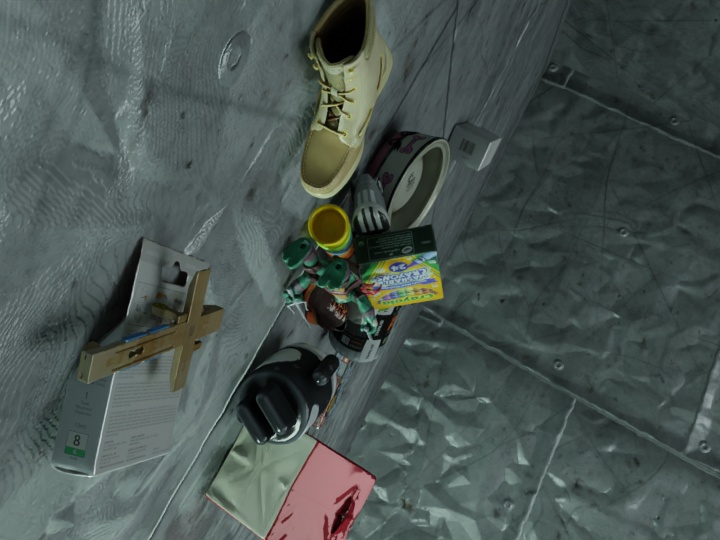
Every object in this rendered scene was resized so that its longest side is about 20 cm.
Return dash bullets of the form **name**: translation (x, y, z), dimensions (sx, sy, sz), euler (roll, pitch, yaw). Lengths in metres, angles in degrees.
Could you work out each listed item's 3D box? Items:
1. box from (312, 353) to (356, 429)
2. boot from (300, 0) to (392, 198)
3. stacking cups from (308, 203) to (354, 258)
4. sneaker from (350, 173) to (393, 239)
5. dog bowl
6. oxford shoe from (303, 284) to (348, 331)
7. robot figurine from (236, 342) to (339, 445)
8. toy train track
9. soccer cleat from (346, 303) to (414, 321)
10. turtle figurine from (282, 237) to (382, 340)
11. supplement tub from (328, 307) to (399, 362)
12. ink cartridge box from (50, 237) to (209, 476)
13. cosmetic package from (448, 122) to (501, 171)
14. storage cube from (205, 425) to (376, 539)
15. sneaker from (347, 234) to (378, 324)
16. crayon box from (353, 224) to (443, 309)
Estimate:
- **box**: translation (-0.062, 0.282, 1.835), dimensions (0.202, 0.039, 0.137), euler (-65, 170, 8)
- **boot**: translation (-0.026, -0.188, 0.812), dimensions (0.202, 0.072, 0.155), euler (-65, 170, -3)
- **stacking cups**: translation (-0.041, -0.052, 1.140), dimensions (0.061, 0.060, 0.200), euler (-62, 174, -5)
- **sneaker**: translation (0.023, -0.087, 1.192), dimensions (0.201, 0.074, 0.117), euler (81, 2, -63)
- **dog bowl**: translation (0.074, -0.154, 1.299), dimensions (0.200, 0.073, 0.201), euler (-46, 155, -28)
- **oxford shoe**: translation (-0.050, 0.049, 1.254), dimensions (0.072, 0.072, 0.200), euler (-59, 169, -18)
- **robot figurine**: translation (-0.114, 0.188, 1.151), dimensions (0.200, 0.148, 0.127), euler (-38, 136, -65)
- **toy train track**: translation (-0.179, 0.055, 0.632), dimensions (0.200, 0.032, 0.116), euler (-22, 129, -72)
- **soccer cleat**: translation (0.016, 0.045, 1.397), dimensions (0.067, 0.198, 0.082), euler (28, 47, -64)
- **turtle figurine**: translation (-0.041, 0.026, 1.078), dimensions (0.200, 0.148, 0.102), euler (63, 41, -64)
- **supplement tub**: translation (0.016, 0.076, 1.506), dimensions (0.123, 0.121, 0.202), euler (-47, 160, -56)
- **ink cartridge box**: translation (-0.208, 0.078, 0.693), dimensions (0.161, 0.049, 0.203), euler (40, 59, -79)
- **cosmetic package**: translation (0.298, -0.330, 1.950), dimensions (0.086, 0.107, 0.200), euler (-67, 168, 18)
- **storage cube**: translation (-0.116, 0.359, 1.232), dimensions (0.180, 0.199, 0.172), euler (44, 71, -43)
- **sneaker**: translation (0.000, 0.000, 1.336), dimensions (0.081, 0.069, 0.203), euler (72, 19, -57)
- **crayon box**: translation (0.067, 0.006, 1.196), dimensions (0.201, 0.124, 0.052), euler (69, 13, -63)
